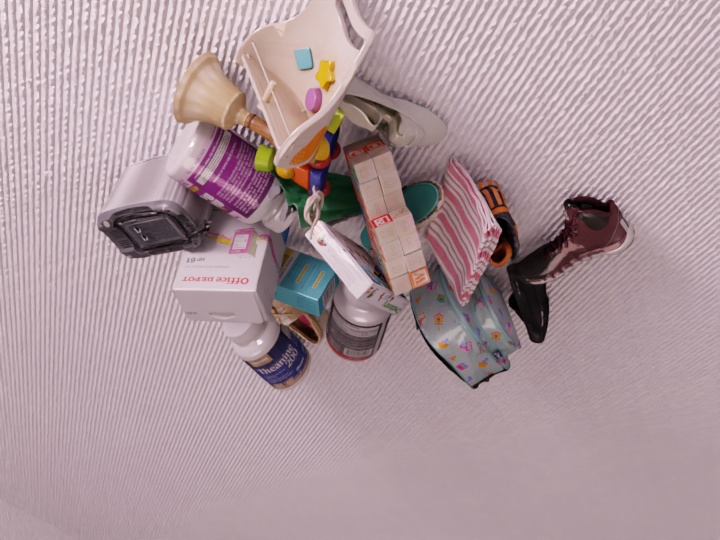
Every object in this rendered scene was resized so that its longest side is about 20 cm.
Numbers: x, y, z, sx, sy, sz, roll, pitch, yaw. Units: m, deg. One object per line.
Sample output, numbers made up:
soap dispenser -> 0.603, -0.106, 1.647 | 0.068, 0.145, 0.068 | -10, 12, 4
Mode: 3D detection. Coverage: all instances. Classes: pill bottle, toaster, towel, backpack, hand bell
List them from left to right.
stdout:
toaster -> -0.314, -0.107, 1.157 | 0.196, 0.131, 0.114 | -9, 141, 23
pill bottle -> -0.186, -0.142, 1.102 | 0.198, 0.114, 0.112 | 32, 137, -27
hand bell -> -0.141, -0.198, 0.974 | 0.198, 0.105, 0.105 | 31, 143, 6
pill bottle -> -0.193, 0.153, 1.483 | 0.109, 0.113, 0.201 | -13, 138, 25
pill bottle -> 0.001, 0.072, 1.339 | 0.113, 0.118, 0.202 | 11, 142, -3
towel -> 0.150, -0.056, 1.127 | 0.029, 0.148, 0.202 | -13, 148, -19
backpack -> 0.181, 0.086, 1.278 | 0.153, 0.178, 0.199 | -38, 126, 24

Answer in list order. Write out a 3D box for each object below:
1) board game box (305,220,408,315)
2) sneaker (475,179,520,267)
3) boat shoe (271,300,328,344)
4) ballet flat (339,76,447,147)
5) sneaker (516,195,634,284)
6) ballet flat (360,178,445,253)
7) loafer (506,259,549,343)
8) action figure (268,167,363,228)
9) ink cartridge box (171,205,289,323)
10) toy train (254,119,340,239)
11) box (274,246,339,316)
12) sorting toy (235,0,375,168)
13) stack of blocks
board game box -> 0.000, 0.000, 1.100 | 0.035, 0.127, 0.200 | -42, 160, 7
sneaker -> 0.192, -0.037, 1.152 | 0.076, 0.114, 0.202 | -10, 145, -11
boat shoe -> -0.135, 0.076, 1.409 | 0.073, 0.070, 0.199 | -24, 132, 35
ballet flat -> 0.032, -0.211, 1.011 | 0.197, 0.071, 0.069 | 24, 140, -19
sneaker -> 0.324, -0.060, 1.154 | 0.197, 0.077, 0.116 | -26, 127, 22
ballet flat -> 0.076, -0.089, 1.172 | 0.063, 0.077, 0.199 | -2, 161, -42
loafer -> 0.302, 0.056, 1.306 | 0.069, 0.069, 0.203 | 2, 138, 22
action figure -> -0.046, -0.109, 1.109 | 0.197, 0.120, 0.055 | -6, 152, -43
ink cartridge box -> -0.208, -0.021, 1.188 | 0.141, 0.203, 0.085 | 0, 143, 10
toy train -> -0.098, -0.143, 1.014 | 0.113, 0.203, 0.085 | 13, 151, 4
box -> -0.141, 0.003, 1.259 | 0.197, 0.083, 0.050 | 20, 145, 16
sorting toy -> -0.053, -0.254, 0.904 | 0.105, 0.202, 0.180 | 8, 137, -40
stack of blocks -> 0.037, -0.081, 1.060 | 0.058, 0.116, 0.203 | -20, 118, -4
